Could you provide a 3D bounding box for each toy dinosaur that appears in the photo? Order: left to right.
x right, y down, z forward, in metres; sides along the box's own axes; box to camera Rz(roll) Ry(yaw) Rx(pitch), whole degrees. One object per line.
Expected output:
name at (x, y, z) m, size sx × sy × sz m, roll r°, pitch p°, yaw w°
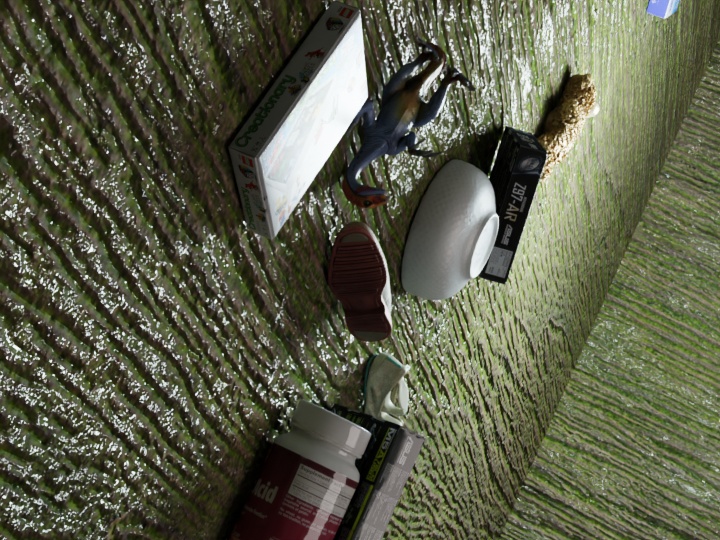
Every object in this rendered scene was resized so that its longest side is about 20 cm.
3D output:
toy dinosaur at (0.047, -0.155, 1.465) m, size 0.182 × 0.105 × 0.200 m, roll -51°, pitch 178°, yaw 15°

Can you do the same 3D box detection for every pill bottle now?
pill bottle at (-0.070, 0.264, 1.546) m, size 0.202 × 0.113 × 0.114 m, roll -65°, pitch 161°, yaw -9°

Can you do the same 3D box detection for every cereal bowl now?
cereal bowl at (0.135, -0.047, 1.817) m, size 0.201 × 0.082 × 0.202 m, roll -53°, pitch 157°, yaw -35°

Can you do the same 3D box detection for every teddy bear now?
teddy bear at (0.347, -0.236, 2.210) m, size 0.201 × 0.066 × 0.146 m, roll -53°, pitch 158°, yaw -36°

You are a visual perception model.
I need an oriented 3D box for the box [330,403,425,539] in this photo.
box at (-0.019, 0.275, 1.626) m, size 0.047 × 0.192 × 0.202 m, roll 29°, pitch 79°, yaw -27°

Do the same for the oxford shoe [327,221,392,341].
oxford shoe at (0.000, 0.000, 1.558) m, size 0.201 × 0.069 × 0.076 m, roll 83°, pitch 8°, yaw -52°

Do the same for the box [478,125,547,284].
box at (0.213, -0.099, 1.935) m, size 0.160 × 0.043 × 0.203 m, roll -97°, pitch -157°, yaw -74°

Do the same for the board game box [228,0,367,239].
board game box at (-0.055, -0.145, 1.266) m, size 0.201 × 0.034 × 0.127 m, roll -58°, pitch 159°, yaw -28°

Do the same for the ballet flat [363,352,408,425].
ballet flat at (0.033, 0.202, 1.836) m, size 0.068 × 0.062 × 0.202 m, roll -49°, pitch 154°, yaw -42°

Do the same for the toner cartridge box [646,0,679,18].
toner cartridge box at (0.624, -0.609, 2.598) m, size 0.095 × 0.043 × 0.203 m, roll -36°, pitch 143°, yaw -55°
